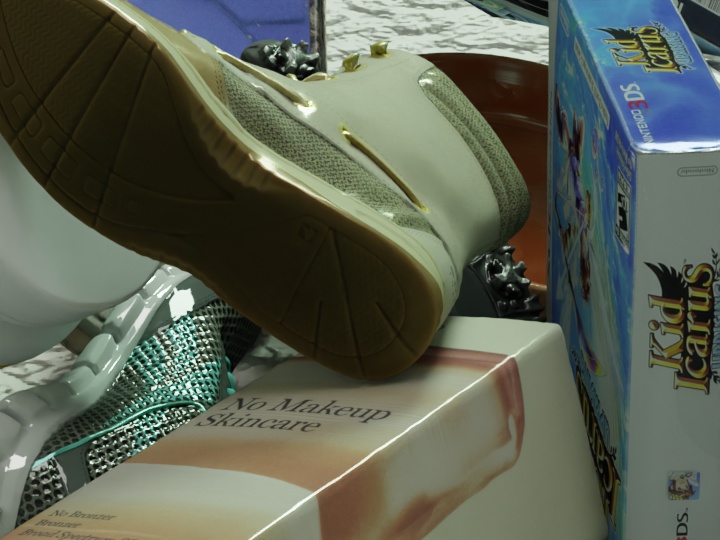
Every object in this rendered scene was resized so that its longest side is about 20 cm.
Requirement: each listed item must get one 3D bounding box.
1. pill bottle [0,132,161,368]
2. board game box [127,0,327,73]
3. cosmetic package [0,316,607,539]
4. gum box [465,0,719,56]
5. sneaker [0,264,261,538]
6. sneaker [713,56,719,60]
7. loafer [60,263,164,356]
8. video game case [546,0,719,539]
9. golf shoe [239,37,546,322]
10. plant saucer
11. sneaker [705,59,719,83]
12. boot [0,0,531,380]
[{"bbox_3d":[-0.169,-0.012,1.014,0.199,0.115,0.114,-16,9,45],"label":"pill bottle"},{"bbox_3d":[-0.095,-0.117,1.248,0.158,0.098,0.200,-1,-2,0],"label":"board game box"},{"bbox_3d":[-0.015,0.091,0.888,0.103,0.088,0.200,-1,20,38],"label":"cosmetic package"},{"bbox_3d":[0.060,-0.158,1.197,0.169,0.045,0.200,24,-3,-32],"label":"gum box"},{"bbox_3d":[-0.074,0.066,1.004,0.091,0.078,0.200,24,35,13],"label":"sneaker"},{"bbox_3d":[0.263,-0.112,1.294,0.198,0.116,0.075,-5,26,-9],"label":"sneaker"},{"bbox_3d":[-0.072,-0.004,1.158,0.072,0.063,0.200,50,41,5],"label":"loafer"},{"bbox_3d":[0.103,0.000,0.985,0.045,0.183,0.200,-4,25,-3],"label":"video game case"},{"bbox_3d":[0.000,0.000,1.092,0.077,0.095,0.200,-24,70,-42],"label":"golf shoe"},{"bbox_3d":[0.076,-0.035,1.191,0.199,0.033,0.201,10,33,-7],"label":"plant saucer"},{"bbox_3d":[0.198,-0.031,1.139,0.139,0.078,0.201,-3,44,-31],"label":"sneaker"},{"bbox_3d":[-0.036,-0.054,0.956,0.199,0.072,0.155,36,27,5],"label":"boot"}]
